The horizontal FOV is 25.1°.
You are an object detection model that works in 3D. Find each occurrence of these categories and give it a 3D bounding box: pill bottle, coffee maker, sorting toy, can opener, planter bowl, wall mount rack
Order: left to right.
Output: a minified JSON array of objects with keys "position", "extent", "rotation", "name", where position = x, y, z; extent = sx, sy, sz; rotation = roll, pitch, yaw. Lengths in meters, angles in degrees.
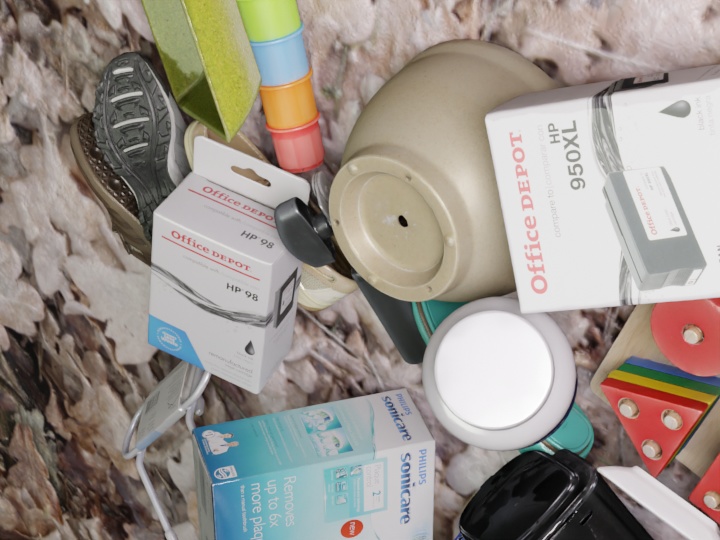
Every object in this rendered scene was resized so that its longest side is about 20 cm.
[{"position":[-0.163,0.161,1.545],"extent":[0.075,0.174,0.200],"rotation":[24,142,-20],"name":"wall mount rack"},{"position":[0.000,0.000,1.326],"extent":[0.066,0.053,0.200],"rotation":[-26,125,16],"name":"can opener"},{"position":[0.062,-0.056,1.221],"extent":[0.200,0.135,0.200],"rotation":[23,130,30],"name":"planter bowl"},{"position":[0.103,0.078,1.191],"extent":[0.111,0.111,0.200],"rotation":[45,-178,10],"name":"pill bottle"},{"position":[0.193,0.242,1.245],"extent":[0.200,0.135,0.192],"rotation":[47,150,-19],"name":"coffee maker"},{"position":[0.271,0.093,1.177],"extent":[0.199,0.070,0.200],"rotation":[39,136,17],"name":"sorting toy"}]

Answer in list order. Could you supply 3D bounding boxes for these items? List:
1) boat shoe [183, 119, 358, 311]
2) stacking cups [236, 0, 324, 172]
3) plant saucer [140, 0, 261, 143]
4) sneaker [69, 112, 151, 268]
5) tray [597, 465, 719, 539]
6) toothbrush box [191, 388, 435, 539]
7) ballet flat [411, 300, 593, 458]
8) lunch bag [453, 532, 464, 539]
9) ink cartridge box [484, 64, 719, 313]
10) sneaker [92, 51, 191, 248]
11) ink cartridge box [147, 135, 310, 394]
[{"position":[-0.071,-0.057,1.392],"extent":[0.065,0.072,0.200],"rotation":[-29,101,44],"name":"boat shoe"},{"position":[-0.064,-0.176,1.318],"extent":[0.060,0.061,0.200],"rotation":[7,124,39],"name":"stacking cups"},{"position":[-0.139,-0.218,1.312],"extent":[0.200,0.048,0.200],"rotation":[-142,33,-67],"name":"plant saucer"},{"position":[-0.215,-0.053,1.522],"extent":[0.200,0.070,0.076],"rotation":[53,139,2],"name":"sneaker"},{"position":[0.235,0.182,1.221],"extent":[0.107,0.022,0.200],"rotation":[35,179,18],"name":"tray"},{"position":[-0.040,0.200,1.428],"extent":[0.085,0.200,0.146],"rotation":[-121,27,-53],"name":"toothbrush box"},{"position":[0.106,0.089,1.330],"extent":[0.200,0.067,0.070],"rotation":[47,152,11],"name":"ballet flat"},{"position":[0.082,0.307,1.391],"extent":[0.082,0.200,0.161],"rotation":[31,135,14],"name":"lunch bag"},{"position":[0.197,-0.055,1.080],"extent":[0.200,0.084,0.145],"rotation":[-6,102,26],"name":"ink cartridge box"},{"position":[-0.178,-0.103,1.446],"extent":[0.074,0.079,0.200],"rotation":[-10,115,19],"name":"sneaker"},{"position":[-0.114,-0.003,1.367],"extent":[0.116,0.067,0.200],"rotation":[23,135,15],"name":"ink cartridge box"}]
